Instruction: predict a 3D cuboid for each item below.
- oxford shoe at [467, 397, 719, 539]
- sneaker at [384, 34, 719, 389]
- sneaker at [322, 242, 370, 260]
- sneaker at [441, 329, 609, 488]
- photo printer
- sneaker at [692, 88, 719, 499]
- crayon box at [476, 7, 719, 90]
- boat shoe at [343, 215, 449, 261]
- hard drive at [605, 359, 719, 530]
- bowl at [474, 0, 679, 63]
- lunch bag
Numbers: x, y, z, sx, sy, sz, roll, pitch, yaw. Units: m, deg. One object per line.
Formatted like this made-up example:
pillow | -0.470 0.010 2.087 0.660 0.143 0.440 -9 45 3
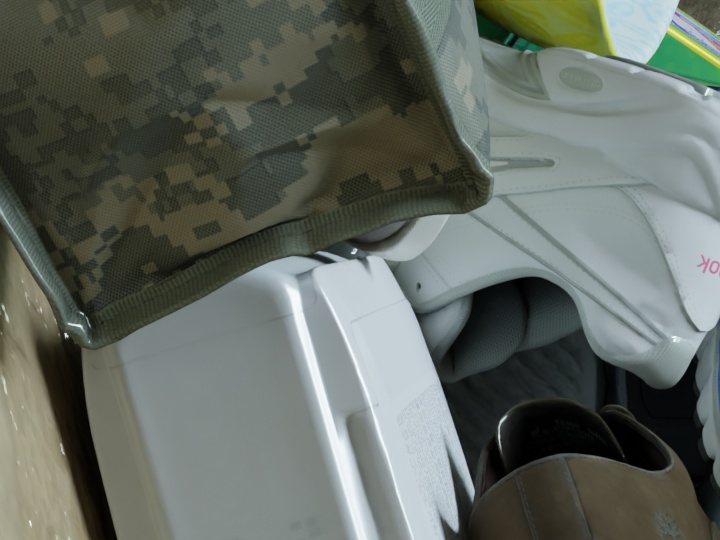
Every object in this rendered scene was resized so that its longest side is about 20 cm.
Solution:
oxford shoe | 0.068 0.072 0.764 0.200 0.072 0.085 40 32 -80
sneaker | 0.021 -0.023 0.829 0.078 0.199 0.100 25 86 -51
sneaker | 0.000 0.001 0.975 0.200 0.114 0.073 4 106 -58
sneaker | 0.043 0.106 0.899 0.114 0.072 0.202 43 56 -59
photo printer | -0.007 0.076 0.735 0.200 0.069 0.167 -21 95 -84
sneaker | 0.139 0.018 0.807 0.078 0.089 0.201 20 42 -46
crayon box | 0.109 -0.061 1.066 0.199 0.058 0.119 30 12 -29
boat shoe | -0.029 -0.072 0.782 0.059 0.072 0.200 16 27 -31
hard drive | 0.094 0.076 0.943 0.140 0.033 0.201 -88 177 -50
bowl | 0.042 -0.164 0.858 0.200 0.107 0.201 10 90 -74
lunch bag | -0.054 -0.119 0.612 0.164 0.117 0.201 -97 163 -56
